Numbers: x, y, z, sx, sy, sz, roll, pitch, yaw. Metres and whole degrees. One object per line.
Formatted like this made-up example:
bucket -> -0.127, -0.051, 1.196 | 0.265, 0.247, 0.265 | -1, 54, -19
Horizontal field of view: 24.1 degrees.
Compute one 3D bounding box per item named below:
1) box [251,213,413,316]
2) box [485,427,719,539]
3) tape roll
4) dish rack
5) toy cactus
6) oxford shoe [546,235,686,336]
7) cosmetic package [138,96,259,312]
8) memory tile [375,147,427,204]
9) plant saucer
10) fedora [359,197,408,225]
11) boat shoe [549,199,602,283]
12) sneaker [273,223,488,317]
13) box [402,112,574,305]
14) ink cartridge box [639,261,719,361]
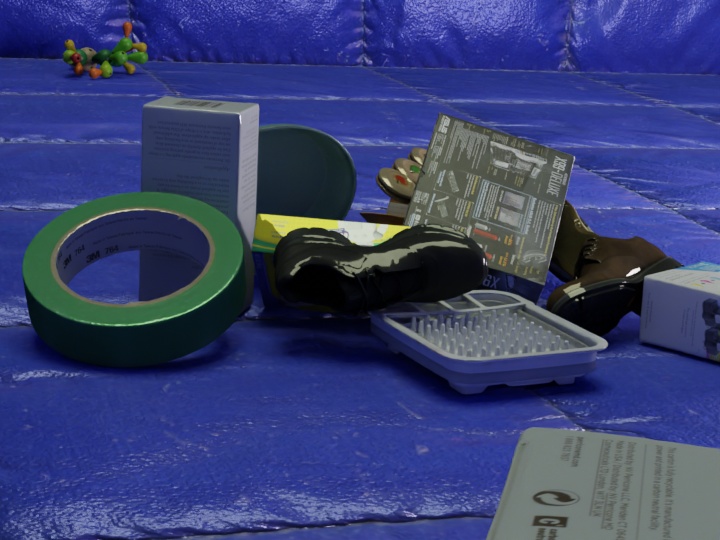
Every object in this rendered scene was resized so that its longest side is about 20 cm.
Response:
box -> 0.000, 0.000, 1.629 | 0.198, 0.049, 0.118 | 3, -28, 6
box -> 0.148, 0.188, 0.749 | 0.198, 0.173, 0.199 | 5, 13, 10
tape roll -> -0.202, 0.005, 1.519 | 0.198, 0.049, 0.201 | -1, 37, 0
dish rack -> 0.107, 0.065, 1.521 | 0.170, 0.044, 0.200 | -3, 15, -27
toy cactus -> -0.518, -0.424, 3.307 | 0.164, 0.103, 0.199 | 3, 18, 44
oxford shoe -> 0.231, 0.012, 1.649 | 0.084, 0.073, 0.199 | 44, 34, 23
cosmetic package -> -0.156, -0.062, 1.636 | 0.100, 0.202, 0.071 | 6, 14, 12
memory tile -> 0.115, -0.061, 1.847 | 0.199, 0.017, 0.153 | 38, 27, 9
plant saucer -> -0.102, -0.080, 1.745 | 0.198, 0.201, 0.036 | -3, 44, -25
fedora -> 0.098, -0.083, 1.981 | 0.198, 0.083, 0.201 | 6, 3, 0
boat shoe -> 0.227, -0.018, 1.810 | 0.072, 0.066, 0.201 | -39, 38, -6
sneaker -> 0.016, 0.008, 1.523 | 0.198, 0.077, 0.091 | -3, 24, 6
box -> 0.130, -0.064, 1.765 | 0.156, 0.050, 0.201 | 17, 48, 1
ink cartridge box -> 0.379, 0.048, 1.602 | 0.199, 0.069, 0.115 | 15, 18, 39
